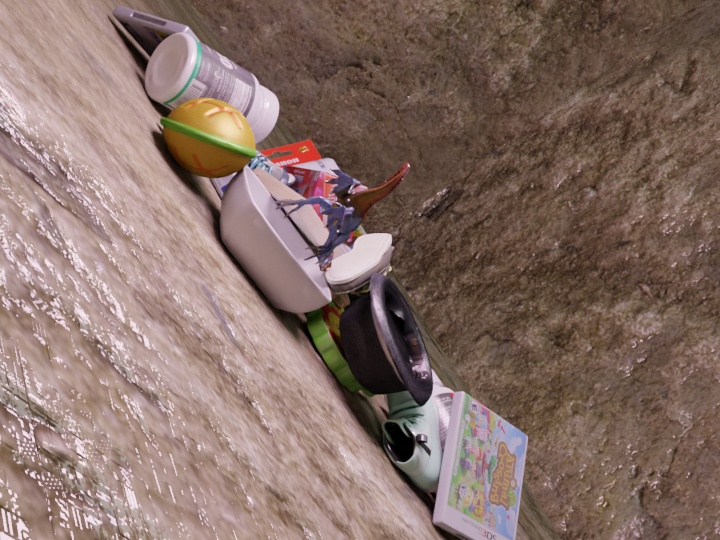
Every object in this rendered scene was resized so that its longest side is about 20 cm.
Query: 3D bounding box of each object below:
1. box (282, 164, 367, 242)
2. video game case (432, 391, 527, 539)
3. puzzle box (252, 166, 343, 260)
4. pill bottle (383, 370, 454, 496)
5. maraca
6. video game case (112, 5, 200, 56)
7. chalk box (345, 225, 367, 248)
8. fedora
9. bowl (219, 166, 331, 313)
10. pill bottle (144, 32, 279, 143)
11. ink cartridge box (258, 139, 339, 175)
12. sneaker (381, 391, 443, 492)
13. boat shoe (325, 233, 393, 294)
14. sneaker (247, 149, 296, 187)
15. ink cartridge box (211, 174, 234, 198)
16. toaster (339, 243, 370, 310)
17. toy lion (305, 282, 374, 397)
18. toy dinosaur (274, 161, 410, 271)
[{"bbox_3d":[-0.077,-0.119,1.824,0.095,0.100,0.200,16,3,-24],"label":"box"},{"bbox_3d":[0.183,0.307,1.561,0.182,0.022,0.201,36,54,-38],"label":"video game case"},{"bbox_3d":[-0.086,-0.064,1.604,0.133,0.025,0.200,37,-14,40],"label":"puzzle box"},{"bbox_3d":[0.126,0.261,1.678,0.201,0.114,0.114,58,6,29],"label":"pill bottle"},{"bbox_3d":[-0.216,-0.187,1.469,0.136,0.108,0.200,21,3,-22],"label":"maraca"},{"bbox_3d":[-0.299,-0.356,1.758,0.181,0.022,0.200,25,-15,36],"label":"video game case"},{"bbox_3d":[-0.053,-0.057,2.067,0.200,0.125,0.124,47,9,-52],"label":"chalk box"},{"bbox_3d":[0.029,0.109,1.507,0.201,0.091,0.201,58,18,-32],"label":"fedora"},{"bbox_3d":[-0.128,-0.034,1.456,0.200,0.074,0.200,53,4,-21],"label":"bowl"},{"bbox_3d":[-0.229,-0.279,1.649,0.199,0.113,0.113,26,24,-46],"label":"pill bottle"},{"bbox_3d":[-0.134,-0.194,2.003,0.047,0.159,0.200,91,-22,-43],"label":"ink cartridge box"},{"bbox_3d":[0.068,0.216,1.546,0.118,0.073,0.201,49,18,-48],"label":"sneaker"},{"bbox_3d":[0.003,0.000,1.561,0.202,0.072,0.061,-46,134,-63],"label":"boat shoe"},{"bbox_3d":[-0.183,-0.169,1.828,0.086,0.078,0.200,47,-9,-28],"label":"sneaker"},{"bbox_3d":[-0.175,-0.105,1.690,0.200,0.040,0.200,57,5,32],"label":"ink cartridge box"},{"bbox_3d":[-0.028,0.031,1.778,0.129,0.114,0.200,51,4,28],"label":"toaster"},{"bbox_3d":[-0.020,0.119,1.599,0.200,0.068,0.192,53,12,-29],"label":"toy lion"},{"bbox_3d":[-0.019,-0.058,1.425,0.182,0.198,0.106,64,20,-72],"label":"toy dinosaur"}]
